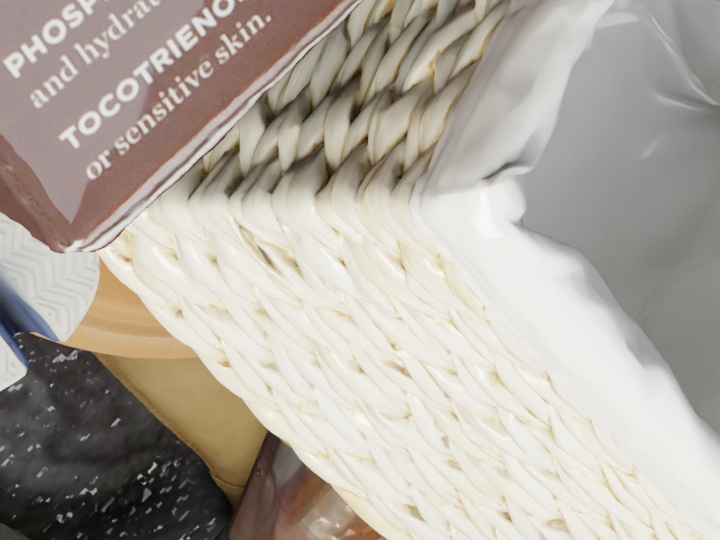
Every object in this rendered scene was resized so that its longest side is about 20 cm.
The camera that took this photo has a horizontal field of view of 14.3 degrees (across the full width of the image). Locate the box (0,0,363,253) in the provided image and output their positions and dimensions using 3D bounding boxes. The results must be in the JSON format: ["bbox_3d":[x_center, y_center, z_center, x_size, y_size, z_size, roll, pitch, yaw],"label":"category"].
[{"bbox_3d":[-0.086,-0.145,0.605,0.164,0.166,0.200,-43,125,-10],"label":"box"}]

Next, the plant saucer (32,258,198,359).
[{"bbox_3d":[-0.044,-0.066,0.778,0.200,0.032,0.201,-6,114,-14],"label":"plant saucer"}]

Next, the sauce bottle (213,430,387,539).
[{"bbox_3d":[0.008,0.052,0.864,0.066,0.066,0.200,12,130,-48],"label":"sauce bottle"}]

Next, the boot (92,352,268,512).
[{"bbox_3d":[0.000,0.000,0.910,0.175,0.066,0.200,-42,139,-13],"label":"boot"}]

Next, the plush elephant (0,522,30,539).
[{"bbox_3d":[-0.104,0.158,0.847,0.155,0.165,0.200,-4,129,-53],"label":"plush elephant"}]

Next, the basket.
[{"bbox_3d":[0.073,-0.029,0.694,0.200,0.161,0.198,45,62,-30],"label":"basket"}]

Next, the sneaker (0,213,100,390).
[{"bbox_3d":[-0.168,0.009,0.722,0.199,0.115,0.081,-28,128,-4],"label":"sneaker"}]
